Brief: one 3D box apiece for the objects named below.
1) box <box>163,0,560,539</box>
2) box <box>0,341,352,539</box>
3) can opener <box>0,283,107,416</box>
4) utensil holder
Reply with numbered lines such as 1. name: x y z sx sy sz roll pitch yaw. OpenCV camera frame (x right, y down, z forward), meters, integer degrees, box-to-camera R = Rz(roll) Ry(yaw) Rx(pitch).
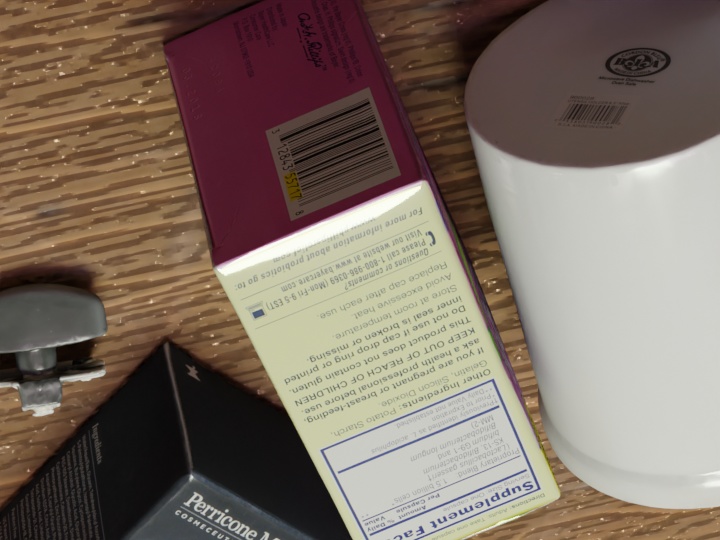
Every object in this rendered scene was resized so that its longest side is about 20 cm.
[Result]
1. box: 0.000 0.000 0.989 0.096 0.176 0.201 -22 128 3
2. box: -0.103 0.165 1.130 0.148 0.107 0.200 33 112 -31
3. can opener: -0.222 0.051 1.060 0.198 0.053 0.067 -11 94 -9
4. utensil holder: 0.147 -0.018 1.023 0.169 0.170 0.201 -19 125 0
